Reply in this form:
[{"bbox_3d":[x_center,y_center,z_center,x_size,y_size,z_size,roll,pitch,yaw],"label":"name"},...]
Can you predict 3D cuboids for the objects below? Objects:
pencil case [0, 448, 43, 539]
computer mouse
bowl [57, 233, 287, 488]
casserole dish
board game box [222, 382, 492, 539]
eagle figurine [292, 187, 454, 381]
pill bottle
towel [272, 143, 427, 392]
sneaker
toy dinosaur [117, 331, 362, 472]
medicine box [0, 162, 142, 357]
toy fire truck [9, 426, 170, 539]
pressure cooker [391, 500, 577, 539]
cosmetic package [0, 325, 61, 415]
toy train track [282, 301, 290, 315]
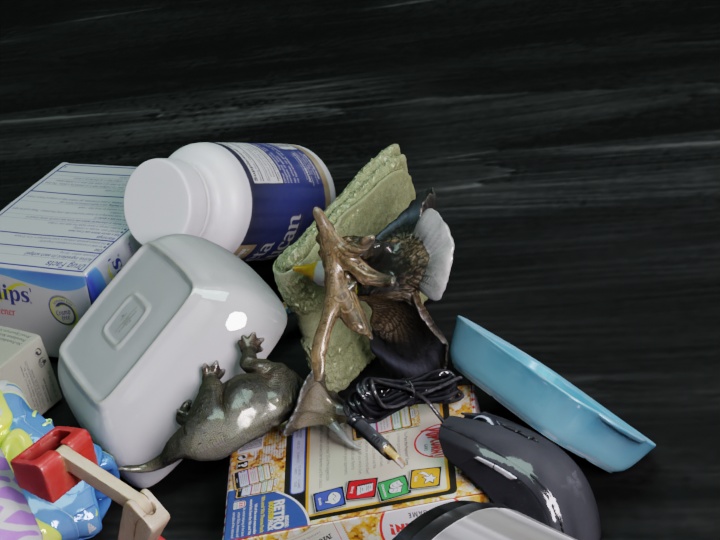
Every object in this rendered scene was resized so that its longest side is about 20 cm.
[{"bbox_3d":[-0.292,0.178,1.374,0.084,0.086,0.201,-28,67,-15],"label":"pencil case"},{"bbox_3d":[0.081,0.127,1.313,0.140,0.046,0.200,-3,37,-45],"label":"computer mouse"},{"bbox_3d":[-0.173,0.062,1.541,0.200,0.075,0.200,-51,32,0],"label":"bowl"},{"bbox_3d":[0.138,0.096,1.396,0.039,0.121,0.200,-57,36,3],"label":"casserole dish"},{"bbox_3d":[-0.002,0.161,1.399,0.198,0.047,0.152,-11,28,6],"label":"board game box"},{"bbox_3d":[0.020,0.008,1.445,0.151,0.200,0.152,42,101,26],"label":"eagle figurine"},{"bbox_3d":[-0.122,-0.062,1.708,0.110,0.112,0.199,9,8,36],"label":"pill bottle"},{"bbox_3d":[0.000,0.000,1.584,0.036,0.149,0.200,4,36,34],"label":"towel"},{"bbox_3d":[-0.251,0.160,1.501,0.104,0.076,0.201,-8,40,-9],"label":"sneaker"},{"bbox_3d":[-0.097,0.107,1.415,0.199,0.078,0.102,-16,20,-5],"label":"toy dinosaur"},{"bbox_3d":[-0.262,-0.012,1.770,0.181,0.104,0.200,5,35,32],"label":"medicine box"},{"bbox_3d":[-0.154,0.196,1.308,0.199,0.142,0.049,14,39,42],"label":"toy fire truck"},{"bbox_3d":[0.085,0.233,1.095,0.178,0.177,0.199,-31,36,-34],"label":"pressure cooker"},{"bbox_3d":[-0.368,0.129,1.601,0.105,0.072,0.200,8,36,35],"label":"cosmetic package"},{"bbox_3d":[-0.046,0.031,1.658,0.200,0.033,0.115,-40,13,-24],"label":"toy train track"}]
